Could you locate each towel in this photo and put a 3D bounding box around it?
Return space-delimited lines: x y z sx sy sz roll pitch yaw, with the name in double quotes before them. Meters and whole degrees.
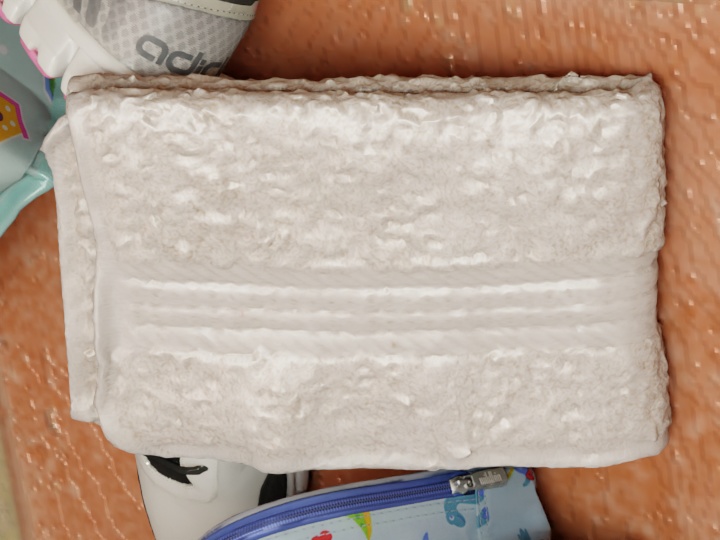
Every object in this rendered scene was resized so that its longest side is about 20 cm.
"towel" 0.000 0.000 0.957 0.199 0.035 0.133 -1 116 5

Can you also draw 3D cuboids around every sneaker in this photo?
"sneaker" -0.098 -0.134 1.003 0.088 0.074 0.200 -50 64 20
"sneaker" -0.069 0.032 1.057 0.073 0.080 0.201 11 120 32

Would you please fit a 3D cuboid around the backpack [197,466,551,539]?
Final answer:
"backpack" -0.009 0.160 0.990 0.183 0.199 0.148 -48 60 43

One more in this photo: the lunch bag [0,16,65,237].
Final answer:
"lunch bag" -0.214 -0.048 1.063 0.170 0.122 0.200 28 135 -21
